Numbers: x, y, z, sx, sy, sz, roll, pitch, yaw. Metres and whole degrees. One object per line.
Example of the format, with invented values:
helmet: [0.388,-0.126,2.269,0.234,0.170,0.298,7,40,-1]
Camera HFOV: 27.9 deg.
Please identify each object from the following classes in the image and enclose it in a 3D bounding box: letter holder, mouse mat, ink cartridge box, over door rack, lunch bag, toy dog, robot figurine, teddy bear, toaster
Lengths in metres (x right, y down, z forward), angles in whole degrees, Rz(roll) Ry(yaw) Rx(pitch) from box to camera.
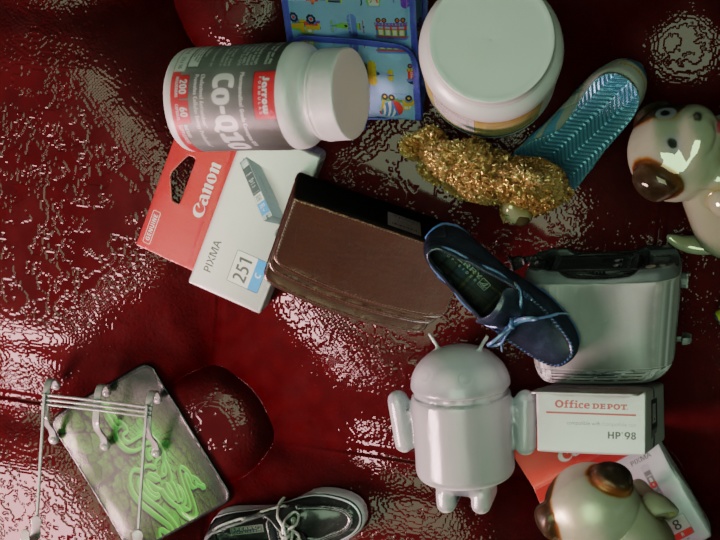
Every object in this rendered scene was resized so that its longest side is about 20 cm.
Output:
letter holder: [0.000,0.000,1.594,0.198,0.101,0.143,19,108,-6]
mouse mat: [-0.270,0.231,1.774,0.160,0.008,0.201,-30,96,17]
ink cartridge box: [-0.155,-0.077,1.661,0.175,0.045,0.201,24,106,5]
over door rack: [-0.320,0.237,1.739,0.146,0.067,0.202,5,83,11]
lunch bag: [-0.003,-0.251,1.578,0.149,0.094,0.202,4,117,13]
toy dog: [0.360,-0.101,1.478,0.199,0.141,0.193,30,151,-28]
robot figurine: [0.114,0.169,1.621,0.168,0.113,0.202,-1,102,11]
ink cartridge box: [0.252,0.155,1.530,0.115,0.200,0.067,0,89,19]
teddy bear: [0.125,-0.095,1.533,0.199,0.145,0.067,26,73,21]
toy dog: [0.271,0.294,1.529,0.139,0.194,0.201,-36,93,28]
toaster: [0.256,0.047,1.565,0.198,0.114,0.130,-2,104,14]
ink cartridge box: [0.279,0.247,1.637,0.162,0.050,0.201,-31,97,16]

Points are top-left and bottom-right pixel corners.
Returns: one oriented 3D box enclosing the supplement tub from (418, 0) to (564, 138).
supplement tub: [0.133,-0.217,1.473,0.143,0.200,0.146,0,88,5]

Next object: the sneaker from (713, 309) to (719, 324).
sneaker: [0.470,0.095,1.553,0.078,0.066,0.200,-40,92,13]

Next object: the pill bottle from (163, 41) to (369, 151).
pill bottle: [-0.099,-0.185,1.543,0.198,0.114,0.115,1,103,25]

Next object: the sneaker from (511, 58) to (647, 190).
sneaker: [0.233,-0.145,1.549,0.077,0.081,0.200,45,127,-2]

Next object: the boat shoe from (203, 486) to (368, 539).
boat shoe: [-0.091,0.305,1.719,0.197,0.068,0.074,-5,102,13]

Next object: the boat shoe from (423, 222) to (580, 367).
boat shoe: [0.138,0.038,1.503,0.199,0.069,0.084,35,115,0]
